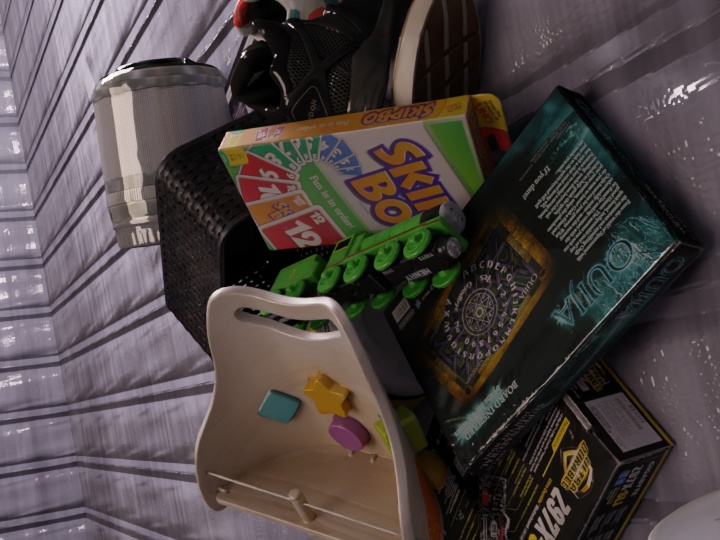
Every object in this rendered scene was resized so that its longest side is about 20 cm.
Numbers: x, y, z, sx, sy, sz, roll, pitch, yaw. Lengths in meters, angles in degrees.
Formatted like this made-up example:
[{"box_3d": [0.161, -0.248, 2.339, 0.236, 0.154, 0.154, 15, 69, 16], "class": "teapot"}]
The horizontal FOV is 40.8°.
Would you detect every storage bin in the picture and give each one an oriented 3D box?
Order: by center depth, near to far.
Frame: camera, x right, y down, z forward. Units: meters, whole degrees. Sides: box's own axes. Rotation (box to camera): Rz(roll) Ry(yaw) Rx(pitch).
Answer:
[{"box_3d": [-0.091, -0.023, 0.828, 0.094, 0.134, 0.202, 43, 147, 27], "class": "storage bin"}]

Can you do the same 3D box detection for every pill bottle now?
[{"box_3d": [-0.003, 0.081, 0.802, 0.200, 0.110, 0.114, -53, 52, 56], "class": "pill bottle"}]

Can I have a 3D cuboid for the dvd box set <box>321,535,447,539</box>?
[{"box_3d": [0.001, 0.201, 0.803, 0.030, 0.145, 0.199, -63, 30, -1], "class": "dvd box set"}]

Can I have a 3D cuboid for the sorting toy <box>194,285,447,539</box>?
[{"box_3d": [-0.032, 0.093, 0.666, 0.197, 0.107, 0.182, 7, 128, 36], "class": "sorting toy"}]

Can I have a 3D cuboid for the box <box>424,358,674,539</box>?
[{"box_3d": [0.110, 0.132, 0.660, 0.160, 0.049, 0.202, 54, 141, 41], "class": "box"}]

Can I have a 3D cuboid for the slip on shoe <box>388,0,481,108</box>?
[{"box_3d": [0.041, -0.109, 0.701, 0.060, 0.075, 0.203, 29, 132, 40], "class": "slip on shoe"}]

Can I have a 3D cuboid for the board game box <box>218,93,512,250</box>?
[{"box_3d": [0.009, -0.063, 0.660, 0.030, 0.197, 0.096, -74, -31, -44], "class": "board game box"}]

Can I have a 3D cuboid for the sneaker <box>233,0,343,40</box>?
[{"box_3d": [-0.077, -0.253, 0.871, 0.201, 0.092, 0.071, 60, 146, 37], "class": "sneaker"}]

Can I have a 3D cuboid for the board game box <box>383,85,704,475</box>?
[{"box_3d": [0.099, 0.009, 0.592, 0.201, 0.028, 0.136, -53, 46, 30], "class": "board game box"}]

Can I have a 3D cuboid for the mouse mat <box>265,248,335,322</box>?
[{"box_3d": [-0.061, 0.065, 0.847, 0.007, 0.161, 0.201, 36, 151, 14], "class": "mouse mat"}]

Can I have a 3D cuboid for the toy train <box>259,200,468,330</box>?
[{"box_3d": [0.000, 0.000, 0.665, 0.199, 0.042, 0.057, -22, 35, 46], "class": "toy train"}]

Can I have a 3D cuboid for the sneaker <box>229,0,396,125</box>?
[{"box_3d": [-0.032, -0.170, 0.726, 0.201, 0.112, 0.077, -81, 5, -47], "class": "sneaker"}]

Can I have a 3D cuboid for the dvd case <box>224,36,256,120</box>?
[{"box_3d": [-0.090, -0.132, 0.954, 0.149, 0.016, 0.203, 131, 126, -60], "class": "dvd case"}]

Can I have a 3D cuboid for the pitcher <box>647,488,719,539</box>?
[{"box_3d": [0.198, 0.204, 0.449, 0.172, 0.120, 0.203, 142, 106, -77], "class": "pitcher"}]

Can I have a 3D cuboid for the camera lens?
[{"box_3d": [-0.221, -0.135, 1.124, 0.159, 0.158, 0.204, -4, 94, 63], "class": "camera lens"}]

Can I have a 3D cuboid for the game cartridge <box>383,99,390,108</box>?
[{"box_3d": [-0.019, -0.097, 0.871, 0.199, 0.038, 0.132, 26, 116, 60], "class": "game cartridge"}]
